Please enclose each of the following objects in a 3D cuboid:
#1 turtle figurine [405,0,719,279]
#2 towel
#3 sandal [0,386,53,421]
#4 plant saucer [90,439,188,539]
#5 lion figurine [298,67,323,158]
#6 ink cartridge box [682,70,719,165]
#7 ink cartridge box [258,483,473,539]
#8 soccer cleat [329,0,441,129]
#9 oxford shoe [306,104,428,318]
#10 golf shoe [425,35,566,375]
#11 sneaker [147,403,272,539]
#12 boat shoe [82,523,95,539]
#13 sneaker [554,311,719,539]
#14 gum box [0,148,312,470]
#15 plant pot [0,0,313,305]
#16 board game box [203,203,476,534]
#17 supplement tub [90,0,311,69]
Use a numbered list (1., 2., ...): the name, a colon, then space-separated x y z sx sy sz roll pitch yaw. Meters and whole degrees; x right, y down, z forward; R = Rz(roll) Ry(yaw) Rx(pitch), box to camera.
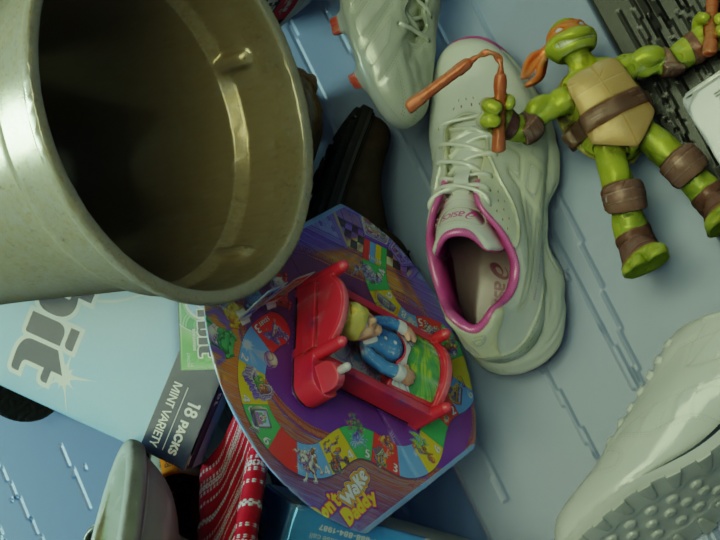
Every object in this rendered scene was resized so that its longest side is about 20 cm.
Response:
1. turtle figurine: 0.135 -0.078 1.137 0.199 0.064 0.162 -24 77 -16
2. towel: -0.076 0.162 1.070 0.022 0.145 0.201 12 59 -10
3. sandal: -0.184 -0.002 1.270 0.201 0.075 0.048 -59 40 6
4. plant saucer: -0.125 0.194 1.099 0.050 0.200 0.201 12 86 -10
5. lion figurine: -0.116 -0.056 1.210 0.199 0.072 0.123 -7 103 -16
6. ink cartridge box: 0.251 -0.031 1.013 0.084 0.200 0.145 -34 71 15
7. ink cartridge box: -0.007 0.235 1.110 0.145 0.084 0.201 17 88 -15
8. soccer cleat: 0.025 -0.179 1.193 0.077 0.069 0.201 -17 62 23
9. oxford shoe: 0.000 0.000 1.196 0.084 0.073 0.201 13 72 -13
10. golf shoe: 0.071 -0.044 1.153 0.075 0.091 0.201 -14 75 22
11. sneaker: -0.106 0.090 1.214 0.074 0.079 0.201 -28 70 19
12. boat shoe: -0.117 0.241 1.200 0.073 0.068 0.200 -20 74 19
13. sneaker: 0.179 0.083 1.106 0.200 0.076 0.081 -42 51 11
14. gum box: -0.152 -0.005 1.159 0.199 0.045 0.171 23 93 9
15. plant pot: -0.157 -0.063 1.037 0.183 0.200 0.201 -15 76 36
16. board game box: 0.006 0.043 1.086 0.039 0.200 0.158 -30 90 38
17. supplement tub: -0.105 -0.193 1.176 0.140 0.200 0.141 5 103 21
